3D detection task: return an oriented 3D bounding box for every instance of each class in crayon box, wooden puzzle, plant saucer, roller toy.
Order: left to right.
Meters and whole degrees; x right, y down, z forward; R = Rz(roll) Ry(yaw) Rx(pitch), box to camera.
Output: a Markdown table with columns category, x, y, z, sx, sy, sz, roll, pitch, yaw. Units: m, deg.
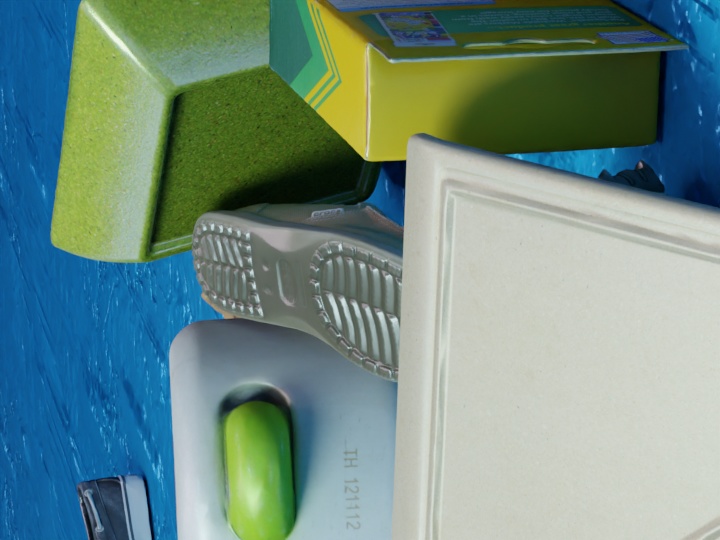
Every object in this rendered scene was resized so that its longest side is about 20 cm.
| category | x | y | z | sx | sy | sz | roll | pitch | yaw |
| --- | --- | --- | --- | --- | --- | --- | --- | --- | --- |
| plant saucer | -0.054 | -0.080 | 1.390 | 0.048 | 0.199 | 0.200 | 60 | 154 | 29 |
| roller toy | -0.029 | 0.114 | 1.423 | 0.200 | 0.139 | 0.183 | -99 | 8 | -58 |
| crayon box | 0.044 | -0.089 | 1.122 | 0.200 | 0.125 | 0.052 | -132 | 41 | -68 |
| wooden puzzle | 0.093 | 0.054 | 1.012 | 0.199 | 0.037 | 0.186 | 18 | 115 | 38 |

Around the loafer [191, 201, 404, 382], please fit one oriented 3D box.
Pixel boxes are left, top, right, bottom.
| category | x | y | z | sx | sy | sz | roll | pitch | yaw |
| --- | --- | --- | --- | --- | --- | --- | --- | --- | --- |
| loafer | 0.000 | 0.000 | 1.352 | 0.199 | 0.068 | 0.076 | 20 | 125 | 40 |

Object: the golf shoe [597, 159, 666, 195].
| category | x | y | z | sx | sy | sz | roll | pitch | yaw |
| --- | --- | --- | --- | --- | --- | --- | --- | --- | --- |
| golf shoe | 0.104 | 0.053 | 1.071 | 0.088 | 0.077 | 0.201 | 37 | 131 | 38 |

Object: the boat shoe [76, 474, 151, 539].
| category | x | y | z | sx | sy | sz | roll | pitch | yaw |
| --- | --- | --- | --- | --- | --- | --- | --- | --- | --- |
| boat shoe | -0.209 | 0.270 | 2.297 | 0.072 | 0.067 | 0.201 | 116 | 148 | -62 |

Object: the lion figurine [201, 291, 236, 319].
| category | x | y | z | sx | sy | sz | roll | pitch | yaw |
| --- | --- | --- | --- | --- | --- | --- | --- | --- | --- |
| lion figurine | -0.053 | 0.067 | 1.680 | 0.122 | 0.072 | 0.201 | -140 | 34 | -60 |
